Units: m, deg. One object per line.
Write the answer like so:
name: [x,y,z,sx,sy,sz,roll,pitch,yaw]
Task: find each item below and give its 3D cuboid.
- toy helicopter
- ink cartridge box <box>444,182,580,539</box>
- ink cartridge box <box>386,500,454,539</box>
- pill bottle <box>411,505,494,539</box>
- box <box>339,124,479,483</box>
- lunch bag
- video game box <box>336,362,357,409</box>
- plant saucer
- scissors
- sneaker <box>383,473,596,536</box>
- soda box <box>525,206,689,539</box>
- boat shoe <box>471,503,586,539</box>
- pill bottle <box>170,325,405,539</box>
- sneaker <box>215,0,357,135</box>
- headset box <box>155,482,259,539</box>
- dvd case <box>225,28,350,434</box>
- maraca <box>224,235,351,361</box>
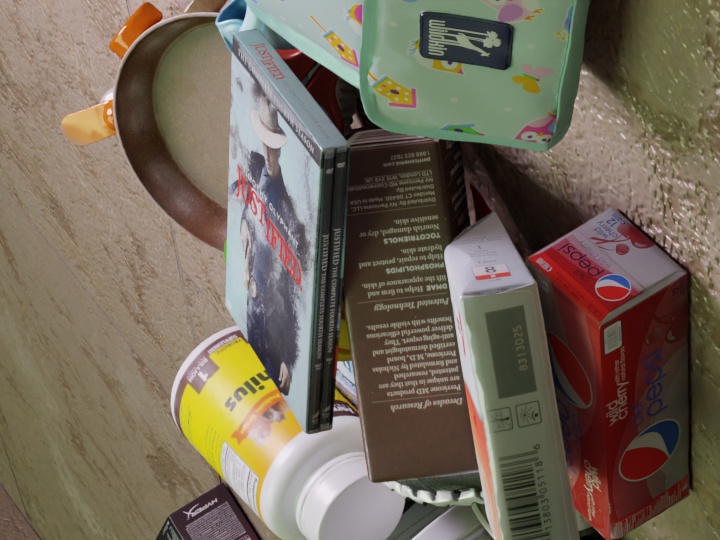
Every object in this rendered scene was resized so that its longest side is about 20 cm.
toy helicopter: [-0.143,-0.153,1.554,0.079,0.132,0.200,41,150,-5]
ink cartridge box: [0.073,0.052,1.240,0.200,0.050,0.162,-118,16,-70]
ink cartridge box: [0.034,0.218,1.704,0.200,0.083,0.146,40,158,44]
pill bottle: [0.109,0.264,1.520,0.200,0.112,0.112,49,160,14]
box: [0.031,0.016,1.289,0.100,0.075,0.200,-53,-43,-76]
lunch bag: [0.035,-0.163,1.084,0.200,0.122,0.170,41,153,24]
video game box: [0.010,0.049,1.582,0.200,0.047,0.182,42,157,43]
plant saucer: [-0.075,-0.093,1.480,0.200,0.034,0.201,15,128,20]
scissors: [-0.020,-0.138,1.280,0.073,0.014,0.200,29,138,-1]
sneaker: [0.079,0.115,1.447,0.200,0.066,0.091,11,121,45]
soda box: [0.142,0.063,1.232,0.070,0.063,0.200,45,156,38]
boat shoe: [0.149,0.197,1.450,0.067,0.057,0.200,27,-166,-45]
pill bottle: [-0.053,0.132,1.637,0.200,0.109,0.109,41,154,43]
sneaker: [-0.046,-0.141,1.350,0.082,0.074,0.200,8,129,12]
headset box: [-0.136,0.346,2.362,0.200,0.077,0.149,56,162,9]
dvd case: [-0.046,-0.023,1.291,0.146,0.022,0.200,-126,33,-48]
maraca: [0.000,0.000,1.409,0.200,0.107,0.137,-7,138,36]
